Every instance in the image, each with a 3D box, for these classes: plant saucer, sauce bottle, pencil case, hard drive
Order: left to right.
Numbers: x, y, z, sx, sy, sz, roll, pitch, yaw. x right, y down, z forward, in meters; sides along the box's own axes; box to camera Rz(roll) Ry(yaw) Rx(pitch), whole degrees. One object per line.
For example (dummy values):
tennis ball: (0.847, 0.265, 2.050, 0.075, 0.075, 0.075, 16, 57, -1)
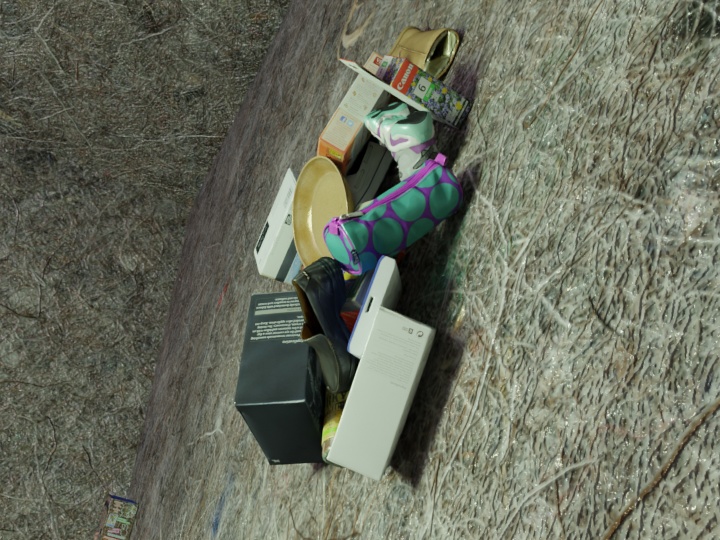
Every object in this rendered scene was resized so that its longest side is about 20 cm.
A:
plant saucer: (-0.059, -0.093, 1.323, 0.198, 0.035, 0.207, 6, 97, 58)
sauce bottle: (-0.025, 0.199, 1.189, 0.065, 0.063, 0.204, -49, 29, 43)
hard drive: (0.024, 0.063, 1.094, 0.200, 0.025, 0.135, 61, -131, -78)
pencil case: (0.047, -0.077, 1.074, 0.198, 0.094, 0.085, -33, 40, -18)

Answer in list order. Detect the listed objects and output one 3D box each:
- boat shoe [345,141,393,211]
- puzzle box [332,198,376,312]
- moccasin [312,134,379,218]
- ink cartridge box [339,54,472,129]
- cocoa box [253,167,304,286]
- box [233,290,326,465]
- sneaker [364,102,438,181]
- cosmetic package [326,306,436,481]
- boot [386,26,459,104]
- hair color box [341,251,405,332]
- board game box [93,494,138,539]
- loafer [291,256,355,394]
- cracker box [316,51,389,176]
boat shoe: (-0.004, -0.143, 1.373, 0.203, 0.064, 0.074, -62, -3, -27)
puzzle box: (0.003, -0.026, 1.166, 0.132, 0.025, 0.203, -10, 48, 55)
moccasin: (-0.040, -0.177, 1.438, 0.202, 0.067, 0.080, -57, 5, -21)
ink cartridge box: (0.069, -0.295, 1.193, 0.051, 0.197, 0.109, -59, 22, 8)
cocoa box: (-0.123, -0.082, 1.597, 0.204, 0.128, 0.134, -64, 22, 16)
box: (-0.109, 0.173, 1.228, 0.199, 0.114, 0.204, 73, -164, -50)
sneaker: (0.071, -0.187, 1.235, 0.200, 0.076, 0.143, -129, 19, -65)
cosmetic package: (0.031, 0.158, 1.005, 0.113, 0.079, 0.205, 33, -102, -80)
boot: (0.091, -0.363, 1.396, 0.179, 0.065, 0.200, -66, 22, 13)
hair color box: (0.000, 0.000, 1.305, 0.202, 0.063, 0.112, -58, 21, 33)
board game box: (-0.854, 0.895, 2.656, 0.159, 0.095, 0.205, -23, 51, 63)
loafer: (-0.057, 0.086, 1.094, 0.072, 0.071, 0.206, 9, 113, 51)
cracker box: (-0.008, -0.264, 1.358, 0.203, 0.057, 0.134, -61, -4, -20)
